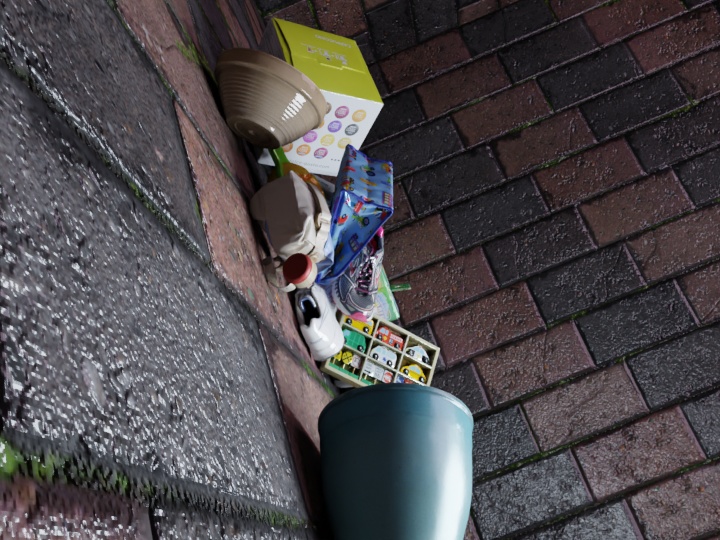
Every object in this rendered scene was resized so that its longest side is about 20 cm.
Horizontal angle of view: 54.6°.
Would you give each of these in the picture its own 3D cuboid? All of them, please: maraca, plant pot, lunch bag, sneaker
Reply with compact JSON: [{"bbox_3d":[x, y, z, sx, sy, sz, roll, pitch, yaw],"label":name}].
[{"bbox_3d":[-0.123,-0.142,1.247,0.137,0.105,0.204,49,20,-77],"label":"maraca"},{"bbox_3d":[0.042,0.268,0.816,0.202,0.195,0.191,66,19,-47],"label":"plant pot"},{"bbox_3d":[-0.024,-0.079,1.175,0.152,0.092,0.202,-87,-159,-53],"label":"lunch bag"},{"bbox_3d":[-0.160,-0.267,1.153,0.201,0.197,0.094,63,47,-68],"label":"plant pot"},{"bbox_3d":[-0.075,0.053,1.167,0.088,0.073,0.202,59,8,-39],"label":"sneaker"},{"bbox_3d":[0.000,0.000,1.195,0.079,0.075,0.203,22,45,-20],"label":"sneaker"}]

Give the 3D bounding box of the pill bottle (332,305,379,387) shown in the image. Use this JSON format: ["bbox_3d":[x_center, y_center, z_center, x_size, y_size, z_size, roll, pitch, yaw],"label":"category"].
[{"bbox_3d":[-0.016,0.102,1.276,0.111,0.109,0.205,2,76,-87],"label":"pill bottle"}]

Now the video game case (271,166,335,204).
[{"bbox_3d":[-0.108,-0.174,1.567,0.179,0.024,0.200,29,-13,19],"label":"video game case"}]

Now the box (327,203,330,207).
[{"bbox_3d":[-0.064,-0.109,1.446,0.198,0.081,0.050,-8,-72,56],"label":"box"}]

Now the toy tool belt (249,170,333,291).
[{"bbox_3d":[-0.089,-0.043,1.072,0.123,0.123,0.203,50,18,-56],"label":"toy tool belt"}]

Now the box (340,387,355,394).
[{"bbox_3d":[0.035,0.278,1.328,0.201,0.102,0.150,-105,173,-63],"label":"box"}]

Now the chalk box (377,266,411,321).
[{"bbox_3d":[0.016,0.059,1.567,0.124,0.196,0.126,-90,158,-83],"label":"chalk box"}]

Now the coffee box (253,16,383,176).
[{"bbox_3d":[-0.103,-0.339,1.381,0.199,0.196,0.203,-54,-137,41],"label":"coffee box"}]

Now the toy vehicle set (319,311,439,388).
[{"bbox_3d":[0.036,0.153,1.205,0.026,0.197,0.126,-30,-144,60],"label":"toy vehicle set"}]
